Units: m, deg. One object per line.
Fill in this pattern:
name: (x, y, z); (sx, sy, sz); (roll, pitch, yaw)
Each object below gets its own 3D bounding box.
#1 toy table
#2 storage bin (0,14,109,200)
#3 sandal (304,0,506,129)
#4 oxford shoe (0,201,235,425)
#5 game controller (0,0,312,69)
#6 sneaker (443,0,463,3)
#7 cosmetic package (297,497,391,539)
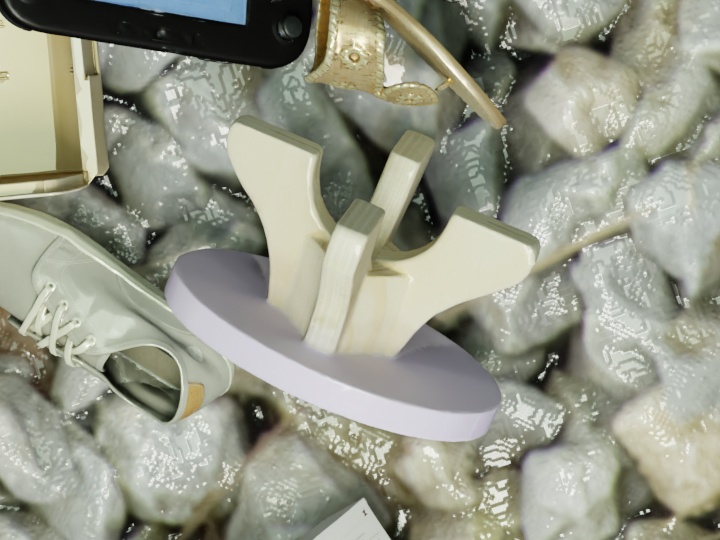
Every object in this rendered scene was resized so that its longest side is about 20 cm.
toy table: (0.000, 0.000, 1.591); (0.200, 0.184, 0.117); (19, 113, -5)
storage bin: (-0.256, -0.138, 1.630); (0.198, 0.094, 0.200); (-4, 94, 6)
sandal: (-0.013, -0.139, 1.607); (0.070, 0.078, 0.212); (-42, 98, -2)
oxford shoe: (-0.167, 0.024, 1.644); (0.200, 0.058, 0.075); (31, 136, 1)
game controller: (-0.114, -0.175, 1.592); (0.200, 0.042, 0.105); (7, 91, -32)
sneaker: (0.002, -0.238, 1.610); (0.085, 0.077, 0.200); (-43, 92, 0)
cosmetic package: (-0.047, 0.215, 1.598); (0.051, 0.200, 0.083); (-30, 94, 46)
